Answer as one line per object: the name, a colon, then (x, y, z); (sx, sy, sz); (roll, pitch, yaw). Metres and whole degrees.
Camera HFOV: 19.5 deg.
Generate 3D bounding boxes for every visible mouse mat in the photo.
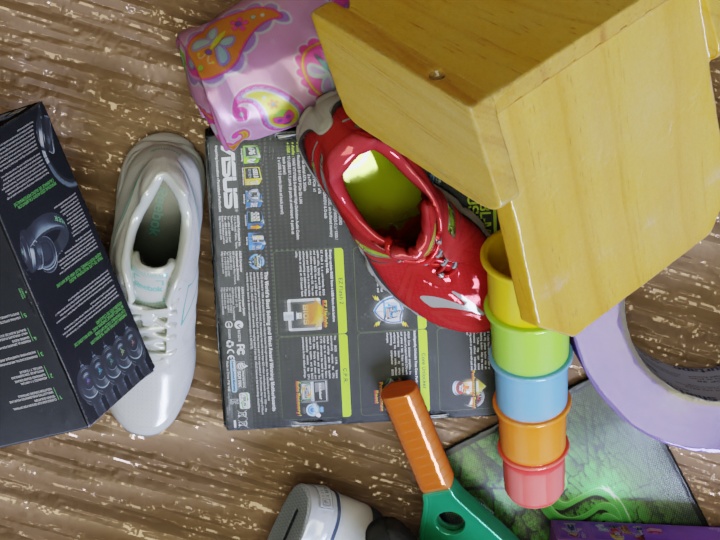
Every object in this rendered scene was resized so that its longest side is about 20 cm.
mouse mat: (0.152, 0.181, 1.433); (0.161, 0.008, 0.200); (-28, 104, 5)

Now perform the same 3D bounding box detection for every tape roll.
tape roll: (0.228, 0.011, 1.350); (0.200, 0.085, 0.200); (-1, 102, -3)

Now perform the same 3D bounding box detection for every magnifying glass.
magnifying glass: (0.058, 0.157, 1.388); (0.080, 0.022, 0.200); (-11, 122, 20)

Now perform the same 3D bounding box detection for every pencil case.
pencil case: (-0.012, -0.147, 1.296); (0.200, 0.087, 0.087); (-25, 104, -4)

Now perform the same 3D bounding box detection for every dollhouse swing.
dollhouse swing: (0.103, -0.095, 1.240); (0.200, 0.182, 0.176); (-35, 141, -28)

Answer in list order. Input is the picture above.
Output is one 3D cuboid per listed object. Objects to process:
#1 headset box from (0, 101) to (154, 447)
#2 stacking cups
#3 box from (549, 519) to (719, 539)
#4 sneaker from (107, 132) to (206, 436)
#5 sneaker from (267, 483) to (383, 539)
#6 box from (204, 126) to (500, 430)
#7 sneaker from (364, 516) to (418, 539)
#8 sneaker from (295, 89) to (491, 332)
headset box: (-0.246, 0.020, 1.302); (0.174, 0.093, 0.200); (-15, 105, 28)
stacking cups: (0.105, 0.065, 1.324); (0.060, 0.061, 0.200); (-3, 130, -1)
box: (0.224, 0.244, 1.429); (0.200, 0.039, 0.137); (3, 105, -3)
sneaker: (-0.138, 0.016, 1.345); (0.070, 0.080, 0.200); (4, 105, -5)
sneaker: (-0.044, 0.239, 1.408); (0.071, 0.073, 0.200); (19, 110, -22)
box: (0.000, 0.000, 1.363); (0.193, 0.048, 0.200); (-4, 103, -4)
sneaker: (0.098, 0.218, 1.373); (0.115, 0.075, 0.200); (-33, 106, 13)
sneaker: (0.029, -0.021, 1.281); (0.077, 0.085, 0.200); (-39, 121, 7)
